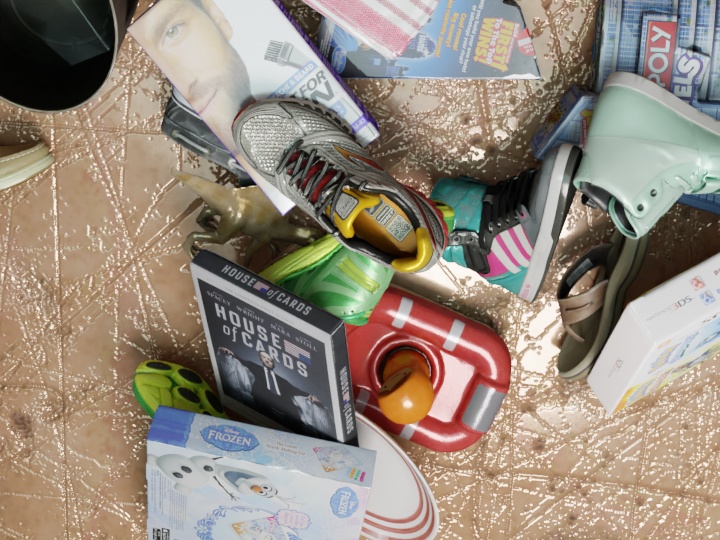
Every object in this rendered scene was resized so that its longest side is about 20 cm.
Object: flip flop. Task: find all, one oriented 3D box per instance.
[{"bbox_3d":[0.208,0.012,1.193,0.057,0.082,0.201,12,131,-3],"label":"flip flop"}]

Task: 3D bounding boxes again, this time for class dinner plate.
[{"bbox_3d":[-0.006,0.181,1.249,0.199,0.024,0.201,26,143,21],"label":"dinner plate"}]

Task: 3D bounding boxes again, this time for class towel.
[{"bbox_3d":[0.026,-0.294,1.099,0.146,0.030,0.201,34,103,-7],"label":"towel"}]

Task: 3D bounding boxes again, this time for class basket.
[{"bbox_3d":[-0.256,-0.231,1.102,0.135,0.200,0.181,-35,103,11],"label":"basket"}]

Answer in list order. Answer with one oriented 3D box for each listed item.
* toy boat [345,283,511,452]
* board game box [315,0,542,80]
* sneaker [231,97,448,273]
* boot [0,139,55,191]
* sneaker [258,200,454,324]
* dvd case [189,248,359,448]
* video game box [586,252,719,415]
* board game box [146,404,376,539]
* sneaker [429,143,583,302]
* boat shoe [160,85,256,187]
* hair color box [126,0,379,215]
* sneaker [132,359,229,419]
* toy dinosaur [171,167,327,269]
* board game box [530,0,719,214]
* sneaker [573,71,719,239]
[{"bbox_3d":[0.040,0.097,1.220,0.198,0.131,0.132,23,106,-4],"label":"toy boat"},{"bbox_3d":[0.074,-0.243,1.155,0.198,0.062,0.202,14,107,-2],"label":"board game box"},{"bbox_3d":[-0.014,-0.069,1.058,0.199,0.082,0.078,33,104,-2],"label":"sneaker"},{"bbox_3d":[-0.385,-0.140,1.204,0.198,0.072,0.156,-8,103,6],"label":"boot"},{"bbox_3d":[0.000,0.000,1.162,0.199,0.074,0.084,-28,91,18],"label":"sneaker"},{"bbox_3d":[-0.071,0.082,1.160,0.149,0.025,0.201,26,146,25],"label":"dvd case"},{"bbox_3d":[0.292,0.038,1.136,0.181,0.200,0.047,-26,70,-10],"label":"video game box"},{"bbox_3d":[-0.094,0.212,1.221,0.197,0.044,0.201,13,140,1],"label":"board game box"},{"bbox_3d":[0.120,-0.056,1.167,0.120,0.084,0.201,20,148,7],"label":"sneaker"},{"bbox_3d":[-0.087,-0.106,1.207,0.199,0.072,0.071,31,120,-1],"label":"boat shoe"},{"bbox_3d":[-0.086,-0.159,1.109,0.109,0.065,0.200,-39,102,9],"label":"hair color box"},{"bbox_3d":[-0.152,0.169,1.270,0.083,0.074,0.200,-29,114,27],"label":"sneaker"},{"bbox_3d":[-0.113,-0.051,1.202,0.199,0.059,0.101,27,134,-36],"label":"toy dinosaur"},{"bbox_3d":[0.252,-0.150,1.166,0.197,0.062,0.202,3,107,1],"label":"board game box"},{"bbox_3d":[0.267,-0.065,1.092,0.199,0.074,0.119,26,81,-3],"label":"sneaker"}]
